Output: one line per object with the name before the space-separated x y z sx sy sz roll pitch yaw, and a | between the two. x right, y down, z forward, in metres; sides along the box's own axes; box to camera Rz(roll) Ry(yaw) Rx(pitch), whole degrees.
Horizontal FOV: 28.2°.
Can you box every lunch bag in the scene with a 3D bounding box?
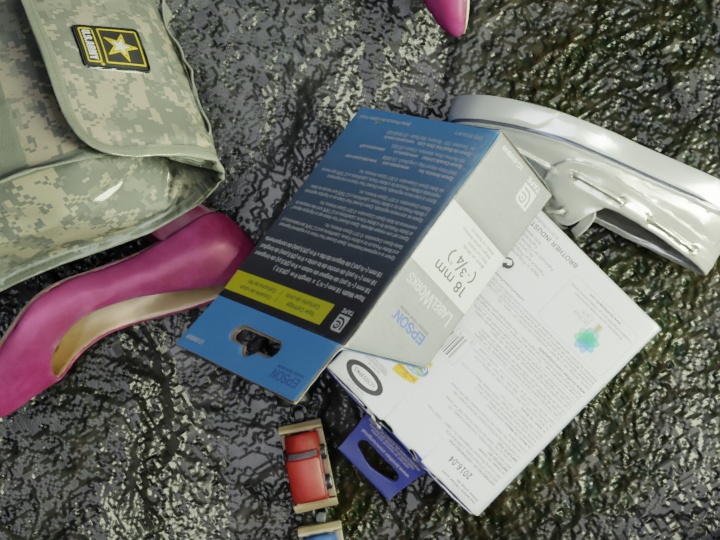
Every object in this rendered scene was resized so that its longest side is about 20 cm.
lunch bag | -0.197 -0.095 0.890 0.199 0.118 0.164 -22 60 -5

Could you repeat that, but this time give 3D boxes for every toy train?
toy train | -0.033 0.131 0.934 0.034 0.046 0.201 -11 88 1

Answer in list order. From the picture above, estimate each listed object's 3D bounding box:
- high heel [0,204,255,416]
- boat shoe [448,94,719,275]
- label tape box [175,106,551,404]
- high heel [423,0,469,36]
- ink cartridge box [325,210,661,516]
high heel | -0.155 0.038 0.925 0.096 0.067 0.200 40 77 9
boat shoe | 0.145 -0.054 0.930 0.199 0.072 0.066 22 84 -6
label tape box | 0.000 0.000 0.870 0.200 0.144 0.063 -53 124 -13
high heel | 0.008 -0.239 0.933 0.096 0.067 0.201 -13 82 -9
ink cartridge box | 0.071 0.061 0.920 0.136 0.076 0.200 45 88 4
